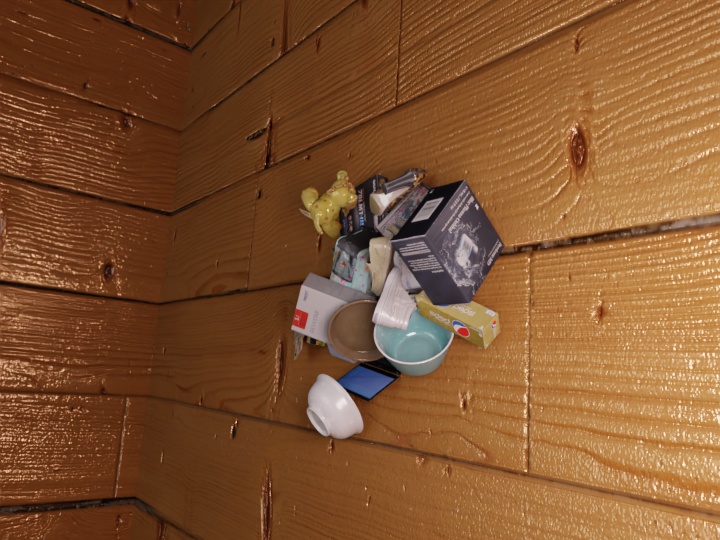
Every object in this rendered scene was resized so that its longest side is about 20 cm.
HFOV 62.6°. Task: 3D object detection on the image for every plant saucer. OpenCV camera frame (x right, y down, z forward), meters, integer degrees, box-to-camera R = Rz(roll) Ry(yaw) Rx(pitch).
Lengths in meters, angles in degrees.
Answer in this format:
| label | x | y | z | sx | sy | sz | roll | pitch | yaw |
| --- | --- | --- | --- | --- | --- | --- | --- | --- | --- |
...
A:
| label | x | y | z | sx | sy | sz | roll | pitch | yaw |
| --- | --- | --- | --- | --- | --- | --- | --- | --- | --- |
| plant saucer | 0.011 | 0.154 | 1.555 | 0.201 | 0.198 | 0.030 | -56 | 19 | 26 |

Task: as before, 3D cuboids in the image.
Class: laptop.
| label | x | y | z | sx | sy | sz | roll | pitch | yaw |
| --- | --- | --- | --- | --- | --- | --- | --- | --- | --- |
| laptop | 0.026 | 0.241 | 1.639 | 0.176 | 0.102 | 0.204 | 9 | 88 | 53 |

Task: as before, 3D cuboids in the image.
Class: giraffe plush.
| label | x | y | z | sx | sy | sz | roll | pitch | yaw |
| --- | --- | --- | --- | --- | --- | --- | --- | --- | --- |
| giraffe plush | -0.080 | -0.212 | 1.790 | 0.161 | 0.200 | 0.174 | -35 | 84 | 14 |

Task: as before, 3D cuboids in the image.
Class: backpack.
| label | x | y | z | sx | sy | sz | roll | pitch | yaw |
| --- | --- | --- | --- | --- | --- | --- | --- | --- | --- |
| backpack | 0.000 | 0.000 | 1.679 | 0.152 | 0.175 | 0.202 | 36 | 125 | 18 |

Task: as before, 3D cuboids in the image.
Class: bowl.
| label | x | y | z | sx | sy | sz | roll | pitch | yaw |
| --- | --- | --- | --- | --- | --- | --- | --- | --- | --- |
| bowl | -0.089 | 0.402 | 1.673 | 0.200 | 0.090 | 0.203 | 37 | 146 | 30 |
| bowl | 0.138 | 0.179 | 1.464 | 0.201 | 0.198 | 0.106 | 52 | 163 | 45 |

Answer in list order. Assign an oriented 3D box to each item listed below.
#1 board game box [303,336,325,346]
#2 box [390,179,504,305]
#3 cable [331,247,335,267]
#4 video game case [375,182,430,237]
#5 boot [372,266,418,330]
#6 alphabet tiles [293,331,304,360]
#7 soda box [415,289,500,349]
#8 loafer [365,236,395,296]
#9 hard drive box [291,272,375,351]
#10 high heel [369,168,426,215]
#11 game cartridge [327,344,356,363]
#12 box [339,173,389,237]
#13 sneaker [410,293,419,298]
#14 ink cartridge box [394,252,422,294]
| label | x | y | z | sx | sy | sz | roll | pitch | yaw |
| --- | --- | --- | --- | --- | --- | --- | --- | --- | --- |
| board game box | -0.139 | 0.128 | 1.885 | 0.165 | 0.056 | 0.204 | 178 | 102 | -72 |
| box | 0.202 | -0.061 | 1.346 | 0.117 | 0.201 | 0.197 | -7 | 37 | 50 |
| cable | -0.069 | -0.012 | 1.796 | 0.049 | 0.200 | 0.099 | -14 | 82 | 5 |
| video game case | 0.134 | -0.141 | 1.566 | 0.181 | 0.025 | 0.200 | -47 | 26 | 6 |
| boot | 0.098 | 0.073 | 1.468 | 0.201 | 0.094 | 0.074 | -66 | -9 | -48 |
| alphabet tiles | -0.198 | 0.183 | 1.947 | 0.168 | 0.007 | 0.203 | 122 | 154 | -55 |
| soda box | 0.226 | 0.102 | 1.386 | 0.199 | 0.068 | 0.064 | 28 | 59 | 39 |
| loafer | 0.048 | -0.016 | 1.513 | 0.202 | 0.067 | 0.076 | 99 | -163 | -46 |
| hard drive box | -0.075 | 0.119 | 1.623 | 0.077 | 0.197 | 0.158 | -61 | -11 | -58 |
| high heel | 0.104 | -0.217 | 1.658 | 0.072 | 0.141 | 0.200 | 63 | 160 | 8 |
| game cartridge | -0.067 | 0.175 | 1.753 | 0.132 | 0.041 | 0.203 | 5 | 117 | 50 |
| box | 0.010 | -0.164 | 1.814 | 0.197 | 0.049 | 0.204 | -25 | 62 | 48 |
| sneaker | 0.093 | 0.107 | 1.614 | 0.199 | 0.070 | 0.094 | -42 | 30 | 28 |
| ink cartridge box | 0.158 | -0.019 | 1.548 | 0.199 | 0.084 | 0.147 | -12 | 72 | 53 |
